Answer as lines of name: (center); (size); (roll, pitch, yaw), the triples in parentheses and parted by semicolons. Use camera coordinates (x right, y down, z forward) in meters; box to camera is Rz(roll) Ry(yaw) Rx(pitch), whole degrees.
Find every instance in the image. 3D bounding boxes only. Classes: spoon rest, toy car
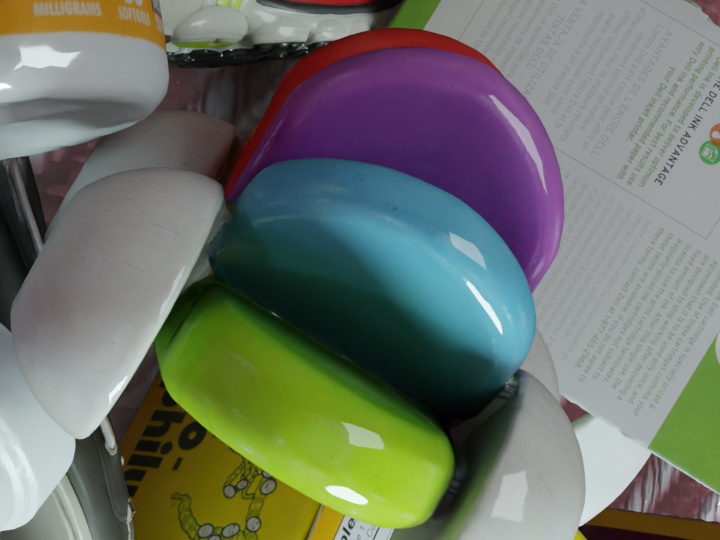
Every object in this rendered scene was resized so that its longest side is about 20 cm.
spoon rest: (0.088, 0.026, 0.993); (0.100, 0.060, 0.200); (56, 12, -26)
toy car: (0.000, 0.000, 0.740); (0.174, 0.200, 0.150); (32, 102, -8)

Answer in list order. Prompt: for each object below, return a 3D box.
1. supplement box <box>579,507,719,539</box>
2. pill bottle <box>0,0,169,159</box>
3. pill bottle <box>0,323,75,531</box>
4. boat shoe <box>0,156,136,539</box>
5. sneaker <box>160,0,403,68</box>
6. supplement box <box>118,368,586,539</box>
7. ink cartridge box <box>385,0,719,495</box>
supplement box: (0.116, 0.220, 1.087); (0.201, 0.085, 0.111); (-59, 133, -30)
pill bottle: (-0.126, -0.138, 0.727); (0.116, 0.116, 0.202); (-3, 82, -50)
pill bottle: (-0.175, 0.098, 0.704); (0.200, 0.115, 0.116); (-54, 130, -34)
boat shoe: (-0.109, 0.037, 0.818); (0.057, 0.067, 0.201); (-35, 116, -38)
sneaker: (-0.053, -0.118, 0.870); (0.199, 0.077, 0.086); (-3, 90, -51)
supplement box: (0.003, 0.115, 0.926); (0.200, 0.109, 0.109); (51, 55, -40)
ink cartridge box: (0.090, -0.022, 0.884); (0.148, 0.199, 0.076); (-57, 168, -4)
